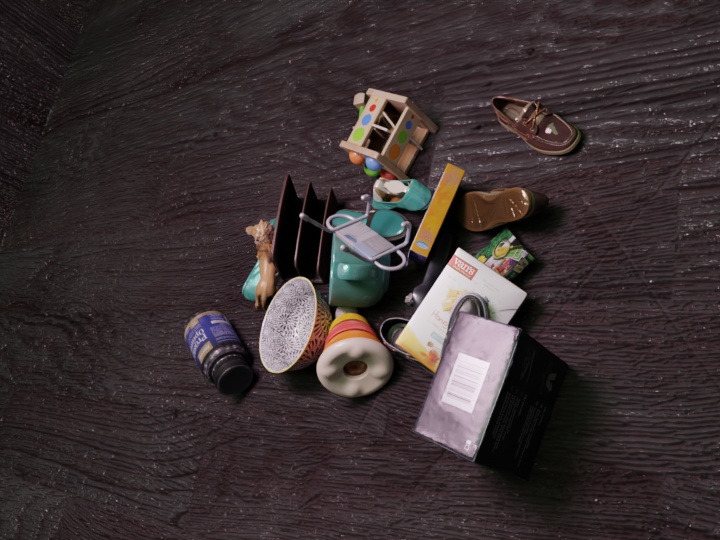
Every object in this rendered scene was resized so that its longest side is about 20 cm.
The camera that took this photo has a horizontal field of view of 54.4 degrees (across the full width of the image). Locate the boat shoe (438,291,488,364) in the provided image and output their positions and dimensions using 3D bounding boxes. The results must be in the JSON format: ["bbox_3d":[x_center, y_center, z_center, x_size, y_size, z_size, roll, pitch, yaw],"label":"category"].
[{"bbox_3d":[0.164,0.134,1.145,0.068,0.057,0.203,13,89,14],"label":"boat shoe"}]

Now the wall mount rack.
[{"bbox_3d":[-0.009,-0.070,1.278,0.199,0.173,0.075,37,136,34],"label":"wall mount rack"}]

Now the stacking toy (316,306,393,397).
[{"bbox_3d":[-0.016,0.131,1.370,0.146,0.146,0.201,-36,32,21],"label":"stacking toy"}]

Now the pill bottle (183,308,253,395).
[{"bbox_3d":[-0.319,0.185,1.587,0.112,0.111,0.200,-51,46,8],"label":"pill bottle"}]

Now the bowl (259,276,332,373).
[{"bbox_3d":[-0.116,0.124,1.447,0.200,0.094,0.203,-30,49,41],"label":"bowl"}]

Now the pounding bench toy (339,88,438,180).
[{"bbox_3d":[0.033,-0.289,1.513,0.199,0.124,0.157,28,88,44],"label":"pounding bench toy"}]

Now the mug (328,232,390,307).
[{"bbox_3d":[-0.001,0.005,1.371,0.186,0.113,0.153,-92,7,-53],"label":"mug"}]

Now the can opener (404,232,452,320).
[{"bbox_3d":[0.135,0.016,1.304,0.064,0.078,0.202,119,171,-53],"label":"can opener"}]

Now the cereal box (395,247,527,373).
[{"bbox_3d":[0.172,0.083,1.198,0.143,0.039,0.201,34,95,17],"label":"cereal box"}]

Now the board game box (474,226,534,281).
[{"bbox_3d":[0.214,0.019,1.260,0.200,0.023,0.105,-46,28,13],"label":"board game box"}]

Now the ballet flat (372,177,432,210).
[{"bbox_3d":[0.067,-0.162,1.426,0.068,0.070,0.199,-59,29,-11],"label":"ballet flat"}]

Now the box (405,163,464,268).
[{"bbox_3d":[0.138,-0.093,1.335,0.041,0.119,0.202,22,85,4],"label":"box"}]

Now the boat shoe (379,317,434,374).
[{"bbox_3d":[0.120,0.139,1.269,0.200,0.063,0.074,18,75,38],"label":"boat shoe"}]

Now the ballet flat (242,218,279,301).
[{"bbox_3d":[-0.206,-0.020,1.624,0.070,0.067,0.202,16,78,19],"label":"ballet flat"}]

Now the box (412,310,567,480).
[{"bbox_3d":[0.204,0.195,1.075,0.117,0.199,0.199,16,79,41],"label":"box"}]

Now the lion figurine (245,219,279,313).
[{"bbox_3d":[-0.203,-0.002,1.520,0.071,0.123,0.203,-6,80,-8],"label":"lion figurine"}]

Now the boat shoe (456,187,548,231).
[{"bbox_3d":[0.255,-0.115,1.275,0.199,0.071,0.073,-9,90,59],"label":"boat shoe"}]

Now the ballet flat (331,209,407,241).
[{"bbox_3d":[0.029,-0.091,1.463,0.198,0.064,0.068,11,73,37],"label":"ballet flat"}]

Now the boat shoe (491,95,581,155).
[{"bbox_3d":[0.318,-0.278,1.301,0.072,0.072,0.200,-52,46,7],"label":"boat shoe"}]

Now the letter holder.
[{"bbox_3d":[-0.120,-0.093,1.515,0.099,0.142,0.203,5,69,9],"label":"letter holder"}]
